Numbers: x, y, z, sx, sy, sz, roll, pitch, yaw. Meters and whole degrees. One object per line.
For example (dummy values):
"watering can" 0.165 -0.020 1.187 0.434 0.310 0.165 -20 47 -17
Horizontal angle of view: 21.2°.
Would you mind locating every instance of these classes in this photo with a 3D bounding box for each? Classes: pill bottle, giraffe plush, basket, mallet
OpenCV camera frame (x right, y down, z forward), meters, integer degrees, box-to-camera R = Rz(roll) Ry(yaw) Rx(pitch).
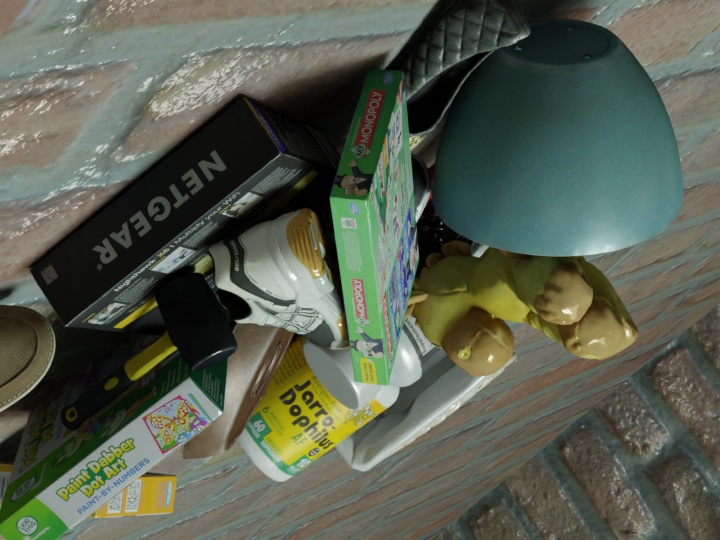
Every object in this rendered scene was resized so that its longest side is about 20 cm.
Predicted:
"pill bottle" 0.045 0.040 1.822 0.200 0.111 0.111 -38 168 -19
"giraffe plush" 0.114 0.018 1.621 0.162 0.200 0.173 -33 135 14
"basket" 0.050 0.101 2.044 0.200 0.136 0.123 -39 169 16
"mallet" -0.167 0.062 1.414 0.041 0.066 0.200 -15 172 -47
"pill bottle" -0.033 0.113 1.928 0.200 0.113 0.113 -36 166 6

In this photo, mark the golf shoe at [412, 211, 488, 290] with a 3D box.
"golf shoe" 0.080 -0.021 1.745 0.200 0.078 0.094 -33 167 0

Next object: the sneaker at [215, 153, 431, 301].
"sneaker" -0.032 -0.036 1.512 0.200 0.076 0.114 -31 168 -3

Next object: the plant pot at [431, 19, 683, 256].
"plant pot" 0.155 -0.117 1.506 0.200 0.200 0.135 -25 127 -35

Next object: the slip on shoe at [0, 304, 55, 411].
"slip on shoe" -0.287 0.066 1.283 0.200 0.076 0.061 -15 164 -35

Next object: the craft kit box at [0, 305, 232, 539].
"craft kit box" -0.190 0.113 1.517 0.197 0.049 0.200 -41 -163 13

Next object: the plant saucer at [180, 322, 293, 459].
"plant saucer" -0.093 0.078 1.646 0.200 0.034 0.200 -62 176 -7

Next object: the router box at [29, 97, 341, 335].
"router box" -0.116 -0.033 1.378 0.200 0.052 0.157 -37 165 12

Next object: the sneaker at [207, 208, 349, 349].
"sneaker" -0.059 0.010 1.412 0.088 0.076 0.200 -14 157 5

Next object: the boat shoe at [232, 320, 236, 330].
"boat shoe" -0.155 0.105 1.713 0.072 0.068 0.200 -18 158 -48

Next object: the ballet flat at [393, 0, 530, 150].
"ballet flat" 0.060 -0.139 1.423 0.066 0.057 0.200 -24 162 -34

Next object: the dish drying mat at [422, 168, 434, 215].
"dish drying mat" 0.023 -0.032 1.773 0.200 0.018 0.077 -42 165 25

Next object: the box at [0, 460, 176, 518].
"box" -0.248 0.196 1.727 0.119 0.042 0.200 5 174 17

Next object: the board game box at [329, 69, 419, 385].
"board game box" 0.013 -0.030 1.422 0.200 0.029 0.135 83 17 -47
